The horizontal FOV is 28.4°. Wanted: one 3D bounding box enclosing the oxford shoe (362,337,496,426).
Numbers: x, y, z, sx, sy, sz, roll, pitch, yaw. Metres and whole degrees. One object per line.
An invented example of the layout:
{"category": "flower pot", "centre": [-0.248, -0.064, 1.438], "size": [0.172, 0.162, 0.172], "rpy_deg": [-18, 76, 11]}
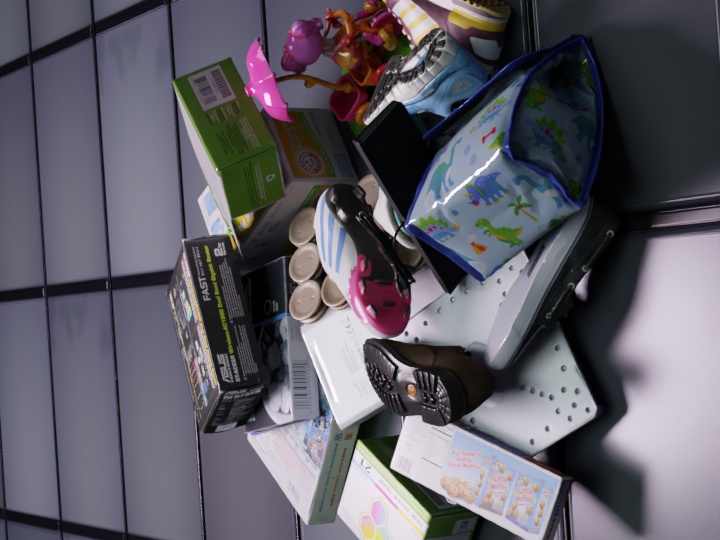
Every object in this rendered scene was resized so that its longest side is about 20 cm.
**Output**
{"category": "oxford shoe", "centre": [0.070, 0.108, 1.457], "size": [0.200, 0.084, 0.073], "rpy_deg": [22, 125, 56]}

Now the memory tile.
{"category": "memory tile", "centre": [-0.004, -0.033, 1.614], "size": [0.199, 0.017, 0.154], "rpy_deg": [-25, 52, 31]}

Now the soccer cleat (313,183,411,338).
{"category": "soccer cleat", "centre": [0.000, 0.000, 1.542], "size": [0.087, 0.069, 0.201], "rpy_deg": [-59, 42, 47]}

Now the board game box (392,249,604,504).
{"category": "board game box", "centre": [0.133, 0.107, 1.460], "size": [0.200, 0.026, 0.201], "rpy_deg": [-37, 62, 30]}

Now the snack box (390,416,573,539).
{"category": "snack box", "centre": [0.118, 0.203, 1.426], "size": [0.199, 0.024, 0.073], "rpy_deg": [23, 97, 39]}

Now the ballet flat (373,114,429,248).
{"category": "ballet flat", "centre": [0.043, -0.086, 1.537], "size": [0.070, 0.069, 0.201], "rpy_deg": [-53, 26, 41]}

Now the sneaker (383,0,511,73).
{"category": "sneaker", "centre": [0.064, -0.267, 1.509], "size": [0.199, 0.075, 0.091], "rpy_deg": [30, 116, 33]}

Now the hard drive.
{"category": "hard drive", "centre": [0.034, 0.073, 1.576], "size": [0.199, 0.027, 0.133], "rpy_deg": [-34, 67, 27]}

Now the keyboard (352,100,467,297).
{"category": "keyboard", "centre": [0.048, -0.057, 1.431], "size": [0.021, 0.127, 0.201], "rpy_deg": [1, 132, 49]}

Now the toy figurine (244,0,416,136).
{"category": "toy figurine", "centre": [-0.036, -0.231, 1.581], "size": [0.151, 0.183, 0.201], "rpy_deg": [58, 134, 33]}

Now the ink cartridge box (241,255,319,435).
{"category": "ink cartridge box", "centre": [-0.117, 0.098, 1.758], "size": [0.200, 0.043, 0.200], "rpy_deg": [-25, 67, 59]}

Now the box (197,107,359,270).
{"category": "box", "centre": [-0.104, -0.098, 1.752], "size": [0.200, 0.101, 0.113], "rpy_deg": [-48, 55, 44]}

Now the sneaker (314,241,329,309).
{"category": "sneaker", "centre": [-0.001, 0.045, 1.662], "size": [0.079, 0.075, 0.201], "rpy_deg": [-36, 71, 35]}

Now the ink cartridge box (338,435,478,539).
{"category": "ink cartridge box", "centre": [0.040, 0.310, 1.594], "size": [0.148, 0.075, 0.201], "rpy_deg": [41, 123, 45]}

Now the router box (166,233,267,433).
{"category": "router box", "centre": [-0.177, 0.078, 1.724], "size": [0.150, 0.062, 0.202], "rpy_deg": [120, 137, -61]}

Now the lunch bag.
{"category": "lunch bag", "centre": [0.146, -0.122, 1.375], "size": [0.170, 0.127, 0.201], "rpy_deg": [-37, 23, 47]}

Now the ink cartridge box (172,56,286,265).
{"category": "ink cartridge box", "centre": [-0.146, -0.126, 1.671], "size": [0.201, 0.075, 0.148], "rpy_deg": [80, 164, -58]}

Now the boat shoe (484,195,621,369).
{"category": "boat shoe", "centre": [0.184, 0.018, 1.377], "size": [0.069, 0.056, 0.201], "rpy_deg": [-88, 23, -66]}

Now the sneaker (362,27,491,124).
{"category": "sneaker", "centre": [0.069, -0.179, 1.475], "size": [0.079, 0.089, 0.200], "rpy_deg": [-66, 17, -15]}

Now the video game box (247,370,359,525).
{"category": "video game box", "centre": [-0.070, 0.181, 1.755], "size": [0.200, 0.046, 0.184], "rpy_deg": [46, 130, 52]}
